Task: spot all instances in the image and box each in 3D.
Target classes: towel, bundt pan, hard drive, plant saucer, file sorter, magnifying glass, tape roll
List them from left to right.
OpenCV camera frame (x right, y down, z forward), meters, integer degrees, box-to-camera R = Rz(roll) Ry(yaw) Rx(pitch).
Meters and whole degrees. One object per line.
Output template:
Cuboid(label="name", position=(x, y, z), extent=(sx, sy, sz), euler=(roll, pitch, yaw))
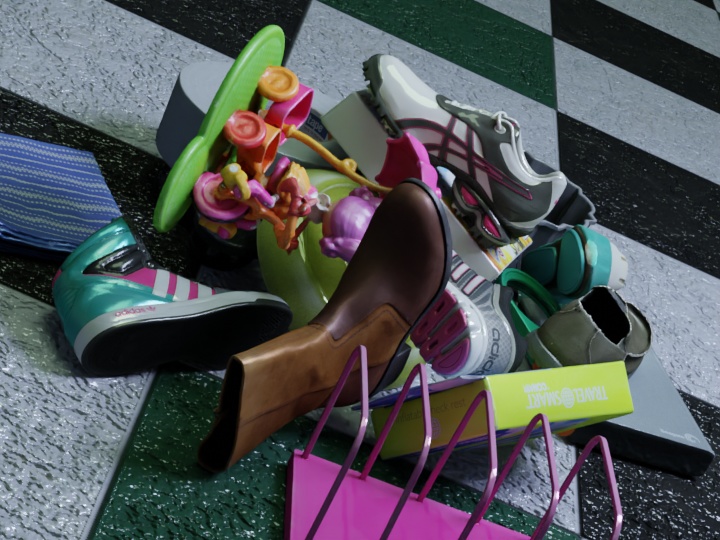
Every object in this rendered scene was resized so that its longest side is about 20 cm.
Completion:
Cuboid(label="towel", position=(-0.262, -0.065, 1.501), extent=(0.144, 0.024, 0.200), euler=(13, 26, -31))
Cuboid(label="tape roll", position=(-0.080, -0.114, 1.632), extent=(0.200, 0.066, 0.200), euler=(19, 23, -9))
Cuboid(label="plant saucer", position=(0.000, 0.000, 1.499), extent=(0.200, 0.031, 0.200), euler=(26, 49, -34))
Cuboid(label="file sorter", position=(0.063, 0.154, 1.246), extent=(0.200, 0.126, 0.139), euler=(22, 24, -10))
Cuboid(label="bundt pan", position=(0.136, -0.067, 1.853), extent=(0.201, 0.076, 0.202), euler=(21, 23, -10))
Cuboid(label="magnifying glass", position=(0.156, 0.069, 1.571), extent=(0.079, 0.022, 0.200), euler=(30, 27, -26))
Cuboid(label="hard drive", position=(0.225, 0.104, 1.638), extent=(0.139, 0.033, 0.200), euler=(18, 25, -20))

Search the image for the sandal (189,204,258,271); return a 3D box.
Cuboid(label="sandal", position=(-0.117, -0.031, 1.566), extent=(0.075, 0.048, 0.200), euler=(19, 11, -14))

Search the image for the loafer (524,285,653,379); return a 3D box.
Cuboid(label="loafer", position=(0.214, 0.054, 1.572), extent=(0.075, 0.070, 0.200), euler=(51, 25, 14))

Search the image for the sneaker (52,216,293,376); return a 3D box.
Cuboid(label="sneaker", position=(-0.154, 0.016, 1.378), extent=(0.200, 0.084, 0.121), euler=(-2, 45, -46))

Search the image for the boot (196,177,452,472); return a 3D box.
Cuboid(label="boot", position=(-0.030, 0.035, 1.285), extent=(0.068, 0.189, 0.200), euler=(41, 36, 23))

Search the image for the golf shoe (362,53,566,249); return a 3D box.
Cuboid(label="golf shoe", position=(0.086, -0.115, 1.518), extent=(0.200, 0.088, 0.077), euler=(49, 21, -2))

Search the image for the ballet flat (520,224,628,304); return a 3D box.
Cuboid(label="ballet flat", position=(0.205, -0.004, 1.657), extent=(0.070, 0.068, 0.200), euler=(5, -5, -10))

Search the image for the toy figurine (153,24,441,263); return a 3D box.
Cuboid(label="toy figurine", position=(-0.032, -0.067, 1.394), extent=(0.184, 0.150, 0.200), euler=(27, 53, 8))

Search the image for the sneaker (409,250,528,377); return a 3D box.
Cuboid(label="sneaker", position=(0.071, 0.022, 1.442), extent=(0.087, 0.074, 0.200), euler=(19, 24, -34))

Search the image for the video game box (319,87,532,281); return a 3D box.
Cuboid(label="video game box", position=(0.062, -0.077, 1.598), extent=(0.200, 0.047, 0.182), euler=(51, 19, 1))

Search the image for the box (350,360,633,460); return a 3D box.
Cuboid(label="box", position=(0.104, 0.108, 1.397), extent=(0.200, 0.122, 0.048), euler=(-1, 76, -46))

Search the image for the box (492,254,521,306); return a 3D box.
Cuboid(label="box", position=(0.050, -0.012, 1.683), extent=(0.200, 0.049, 0.161), euler=(24, 26, -3))
